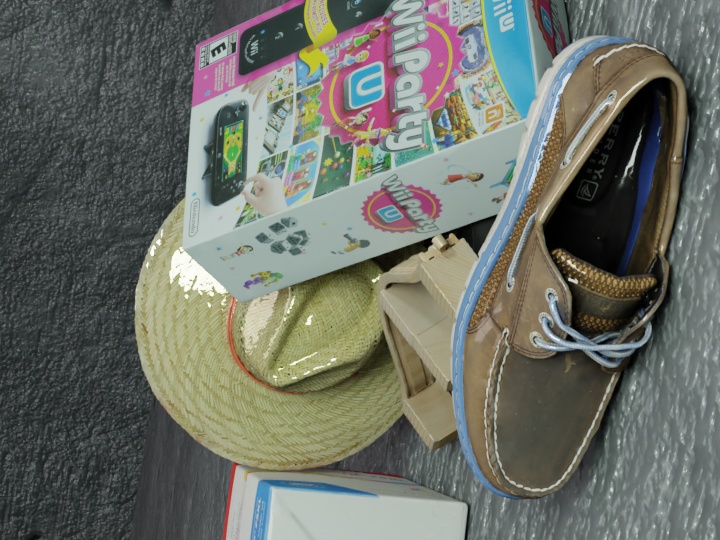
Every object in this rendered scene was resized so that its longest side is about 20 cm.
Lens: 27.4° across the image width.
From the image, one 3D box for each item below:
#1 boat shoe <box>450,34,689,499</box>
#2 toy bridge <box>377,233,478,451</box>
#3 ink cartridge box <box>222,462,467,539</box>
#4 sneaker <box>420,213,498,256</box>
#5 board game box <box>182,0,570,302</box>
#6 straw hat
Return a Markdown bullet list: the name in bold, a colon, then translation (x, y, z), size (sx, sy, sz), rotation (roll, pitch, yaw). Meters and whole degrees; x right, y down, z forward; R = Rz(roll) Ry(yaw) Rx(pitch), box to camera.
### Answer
- **boat shoe**: translation (0.086, 0.004, 0.605), size (0.072, 0.072, 0.202), rotation (-136, 54, -74)
- **toy bridge**: translation (0.035, 0.029, 0.764), size (0.067, 0.027, 0.200), rotation (54, 164, 21)
- **ink cartridge box**: translation (-0.019, 0.158, 0.898), size (0.200, 0.115, 0.068), rotation (170, 106, -77)
- **sneaker**: translation (0.042, -0.029, 0.789), size (0.201, 0.089, 0.070), rotation (-103, 23, -59)
- **board game box**: translation (0.009, -0.084, 0.758), size (0.064, 0.199, 0.148), rotation (46, -147, -46)
- **straw hat**: translation (-0.027, 0.024, 0.837), size (0.085, 0.199, 0.203), rotation (-157, 75, -75)
